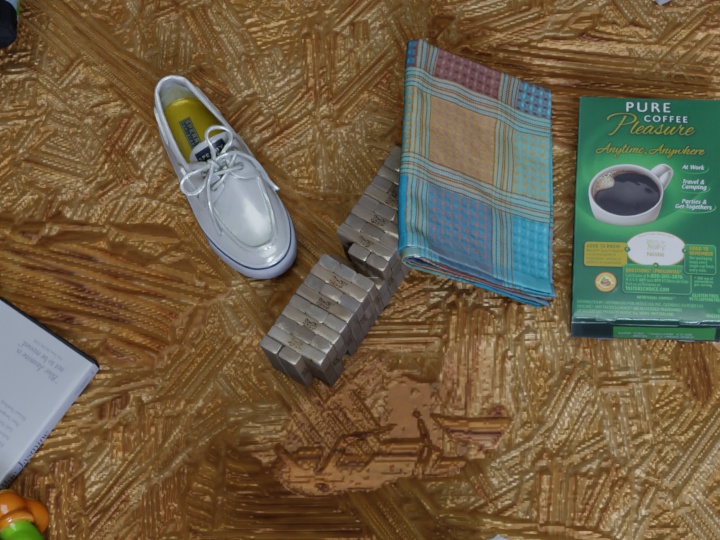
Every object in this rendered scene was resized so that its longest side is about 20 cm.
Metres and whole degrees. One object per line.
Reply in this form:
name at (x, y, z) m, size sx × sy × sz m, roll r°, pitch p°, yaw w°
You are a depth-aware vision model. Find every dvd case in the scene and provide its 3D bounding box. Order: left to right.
dvd case at (-0.326, 0.120, 1.142) m, size 0.142 × 0.018 × 0.200 m, roll 30°, pitch 73°, yaw 19°

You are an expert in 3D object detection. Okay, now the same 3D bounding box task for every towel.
towel at (0.096, -0.080, 1.128) m, size 0.146 × 0.022 × 0.201 m, roll 17°, pitch 62°, yaw -26°

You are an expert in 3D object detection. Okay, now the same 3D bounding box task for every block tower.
block tower at (0.000, 0.000, 1.130) m, size 0.054 × 0.058 × 0.201 m, roll 28°, pitch 74°, yaw 20°

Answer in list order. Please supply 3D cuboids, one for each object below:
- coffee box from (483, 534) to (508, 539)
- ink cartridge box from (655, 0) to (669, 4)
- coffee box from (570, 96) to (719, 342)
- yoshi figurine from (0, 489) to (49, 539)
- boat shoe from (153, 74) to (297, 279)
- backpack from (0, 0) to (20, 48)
coffee box at (0.024, 0.307, 0.900) m, size 0.198 × 0.200 × 0.199 m, roll -13°, pitch 63°, yaw 2°
ink cartridge box at (0.248, -0.347, 1.173) m, size 0.084 × 0.200 × 0.145 m, roll -30°, pitch 64°, yaw -7°
coffee box at (0.230, -0.043, 1.121) m, size 0.122 × 0.044 × 0.201 m, roll 1°, pitch 66°, yaw 8°
yoshi figurine at (-0.237, 0.266, 1.035) m, size 0.111 × 0.113 × 0.200 m, roll -2°, pitch 39°, yaw -37°
boat shoe at (-0.118, -0.088, 1.170) m, size 0.074 × 0.086 × 0.203 m, roll -27°, pitch 64°, yaw -5°
backpack at (-0.380, -0.298, 1.289) m, size 0.162 × 0.154 × 0.202 m, roll -4°, pitch 86°, yaw 9°
